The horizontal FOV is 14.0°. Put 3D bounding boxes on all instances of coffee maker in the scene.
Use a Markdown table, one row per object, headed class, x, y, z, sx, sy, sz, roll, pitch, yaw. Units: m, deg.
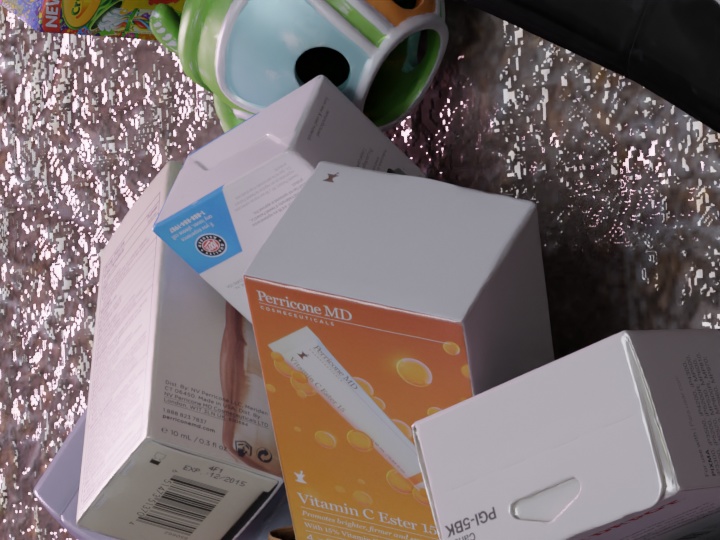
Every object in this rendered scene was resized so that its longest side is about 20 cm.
| class | x | y | z | sx | sy | sz | roll | pitch | yaw |
| --- | --- | --- | --- | --- | --- | --- | --- | --- | --- |
| coffee maker | 0.151 | -0.127 | 1.401 | 0.200 | 0.135 | 0.192 | 30 | 93 | 27 |

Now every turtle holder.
| class | x | y | z | sx | sy | sz | roll | pitch | yaw |
| --- | --- | --- | --- | --- | --- | --- | --- | --- | --- |
| turtle holder | -0.033 | -0.127 | 1.627 | 0.132 | 0.141 | 0.186 | 40 | 102 | 23 |

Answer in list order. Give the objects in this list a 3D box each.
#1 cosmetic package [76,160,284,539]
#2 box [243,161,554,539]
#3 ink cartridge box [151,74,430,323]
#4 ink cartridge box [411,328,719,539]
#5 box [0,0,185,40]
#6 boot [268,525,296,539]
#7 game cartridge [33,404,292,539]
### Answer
| class | x | y | z | sx | sy | sz | roll | pitch | yaw |
| --- | --- | --- | --- | --- | --- | --- | --- | --- | --- |
| cosmetic package | -0.097 | 0.051 | 1.657 | 0.103 | 0.087 | 0.200 | -50 | 29 | 45 |
| box | 0.027 | 0.057 | 1.521 | 0.124 | 0.097 | 0.200 | 11 | 135 | 23 |
| ink cartridge box | 0.000 | 0.000 | 1.608 | 0.116 | 0.200 | 0.068 | -27 | 28 | 39 |
| ink cartridge box | 0.147 | 0.086 | 1.427 | 0.147 | 0.200 | 0.083 | -26 | 73 | 39 |
| box | -0.117 | -0.245 | 1.668 | 0.122 | 0.193 | 0.200 | 38 | 115 | 35 |
| boot | -0.039 | 0.218 | 1.627 | 0.200 | 0.074 | 0.155 | -8 | 108 | 9 |
| game cartridge | -0.099 | 0.120 | 1.716 | 0.200 | 0.040 | 0.133 | 15 | 69 | 41 |
